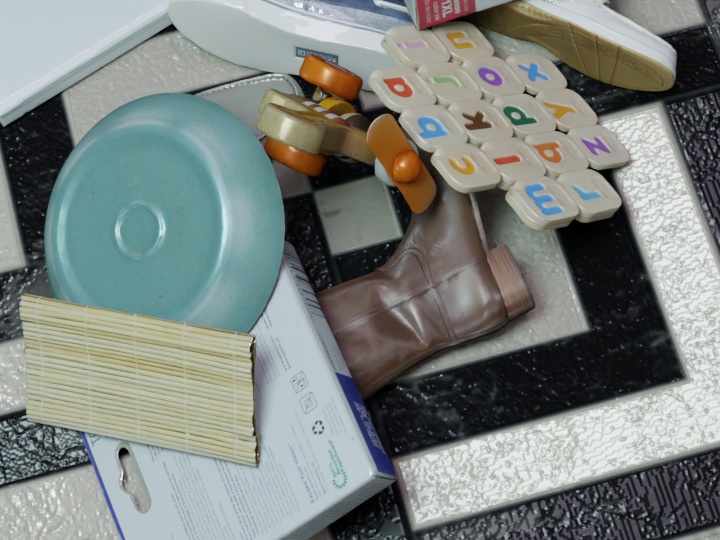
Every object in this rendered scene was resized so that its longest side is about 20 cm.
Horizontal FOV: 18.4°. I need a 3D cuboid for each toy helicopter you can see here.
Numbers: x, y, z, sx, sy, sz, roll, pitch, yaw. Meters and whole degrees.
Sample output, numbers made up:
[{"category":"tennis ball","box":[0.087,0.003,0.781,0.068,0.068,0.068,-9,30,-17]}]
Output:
[{"category":"toy helicopter","box":[-0.016,-0.090,1.540,0.132,0.200,0.079,29,100,13]}]

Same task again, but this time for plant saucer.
[{"category":"plant saucer","box":[-0.147,-0.027,1.560,0.199,0.036,0.202,-2,85,26]}]

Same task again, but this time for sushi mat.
[{"category":"sushi mat","box":[-0.155,0.075,1.542,0.199,0.096,0.012,9,22,29]}]

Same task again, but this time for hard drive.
[{"category":"hard drive","box":[-0.230,-0.215,1.746,0.199,0.026,0.132,-33,68,-12]}]

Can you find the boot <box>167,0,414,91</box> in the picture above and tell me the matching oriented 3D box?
[{"category":"boot","box":[-0.043,-0.203,1.715,0.199,0.073,0.091,16,58,1]}]

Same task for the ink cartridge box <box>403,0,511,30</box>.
[{"category":"ink cartridge box","box":[0.111,-0.282,1.671,0.199,0.083,0.146,-17,51,-5]}]

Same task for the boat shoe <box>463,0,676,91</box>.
[{"category":"boat shoe","box":[0.159,-0.203,1.698,0.199,0.071,0.070,27,70,16]}]

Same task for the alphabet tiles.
[{"category":"alphabet tiles","box":[0.102,-0.108,1.630,0.195,0.015,0.200,-12,56,-45]}]

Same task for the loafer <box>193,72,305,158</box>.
[{"category":"loafer","box":[-0.130,-0.094,1.658,0.199,0.070,0.070,-30,67,-12]}]

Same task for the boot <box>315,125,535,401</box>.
[{"category":"boot","box":[0.000,0.000,1.618,0.199,0.064,0.187,-27,64,-5]}]

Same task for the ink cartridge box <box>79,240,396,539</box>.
[{"category":"ink cartridge box","box":[-0.095,0.110,1.556,0.200,0.043,0.197,-34,64,20]}]
